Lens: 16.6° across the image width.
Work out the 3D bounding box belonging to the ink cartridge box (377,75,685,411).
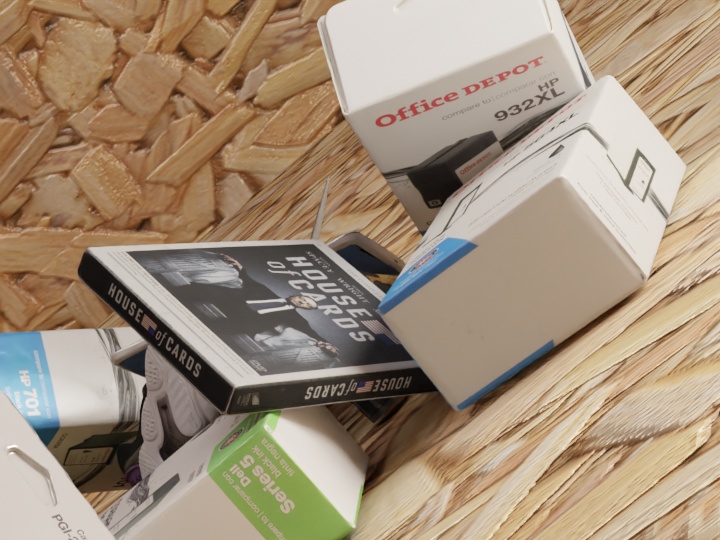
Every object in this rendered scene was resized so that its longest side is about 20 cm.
[{"bbox_3d":[0.107,-0.020,1.487,0.146,0.084,0.200,-37,9,23],"label":"ink cartridge box"}]

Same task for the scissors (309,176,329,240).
[{"bbox_3d":[-0.048,0.022,1.883,0.073,0.014,0.201,-34,-36,-35],"label":"scissors"}]

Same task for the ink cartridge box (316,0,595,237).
[{"bbox_3d":[0.076,-0.108,1.605,0.144,0.084,0.200,-21,-33,10],"label":"ink cartridge box"}]

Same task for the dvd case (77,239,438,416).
[{"bbox_3d":[-0.051,0.030,1.484,0.199,0.150,0.025,-4,-55,-46],"label":"dvd case"}]

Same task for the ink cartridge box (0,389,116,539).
[{"bbox_3d":[-0.224,0.184,1.371,0.085,0.146,0.200,-16,-35,-43],"label":"ink cartridge box"}]

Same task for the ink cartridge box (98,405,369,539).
[{"bbox_3d":[-0.098,0.162,1.468,0.200,0.084,0.146,-40,8,10],"label":"ink cartridge box"}]

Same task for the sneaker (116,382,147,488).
[{"bbox_3d":[-0.111,0.088,1.707,0.076,0.088,0.200,-16,-36,-54],"label":"sneaker"}]

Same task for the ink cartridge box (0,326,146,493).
[{"bbox_3d":[-0.213,0.109,1.906,0.199,0.086,0.146,-1,-27,-29],"label":"ink cartridge box"}]

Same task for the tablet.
[{"bbox_3d":[-0.068,0.031,1.753,0.199,0.014,0.130,-26,-21,14],"label":"tablet"}]

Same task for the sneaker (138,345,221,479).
[{"bbox_3d":[-0.077,0.083,1.588,0.113,0.076,0.201,-13,-41,-24],"label":"sneaker"}]

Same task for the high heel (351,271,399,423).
[{"bbox_3d":[0.000,0.000,1.670,0.071,0.142,0.200,-47,2,39],"label":"high heel"}]
